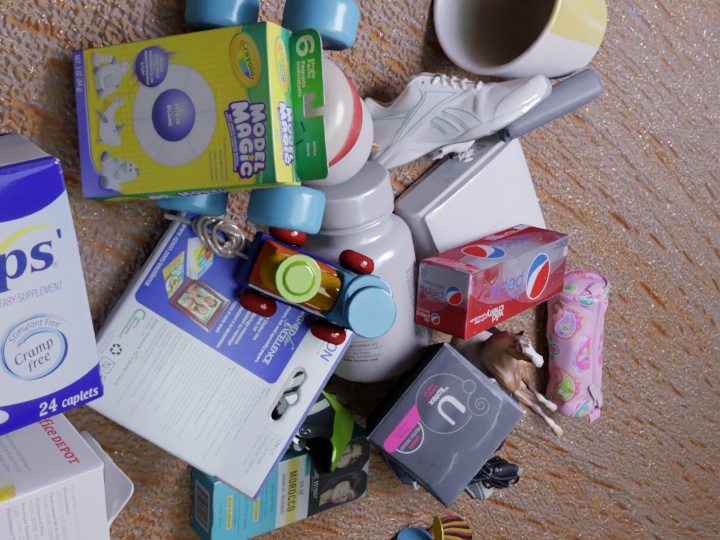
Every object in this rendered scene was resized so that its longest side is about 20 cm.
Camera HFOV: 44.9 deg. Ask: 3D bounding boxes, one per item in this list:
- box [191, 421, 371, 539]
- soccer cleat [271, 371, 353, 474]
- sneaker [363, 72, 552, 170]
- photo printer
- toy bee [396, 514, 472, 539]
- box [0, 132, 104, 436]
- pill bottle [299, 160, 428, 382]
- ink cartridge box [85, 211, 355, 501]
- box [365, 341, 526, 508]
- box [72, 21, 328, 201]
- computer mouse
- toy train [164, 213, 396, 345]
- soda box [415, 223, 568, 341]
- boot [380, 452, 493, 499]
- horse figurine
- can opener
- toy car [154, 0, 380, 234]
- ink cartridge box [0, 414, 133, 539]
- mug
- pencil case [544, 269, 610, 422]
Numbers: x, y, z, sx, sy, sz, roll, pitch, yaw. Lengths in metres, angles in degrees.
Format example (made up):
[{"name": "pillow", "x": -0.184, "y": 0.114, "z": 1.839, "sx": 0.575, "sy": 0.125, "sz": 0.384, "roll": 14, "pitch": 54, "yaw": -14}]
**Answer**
[{"name": "box", "x": -0.082, "y": 0.225, "z": 0.936, "sx": 0.198, "sy": 0.049, "sz": 0.083, "roll": -10, "pitch": 113, "yaw": -36}, {"name": "soccer cleat", "x": -0.079, "y": 0.130, "z": 0.866, "sx": 0.200, "sy": 0.067, "sz": 0.082, "roll": 43, "pitch": 48, "yaw": -30}, {"name": "sneaker", "x": 0.085, "y": -0.159, "z": 0.847, "sx": 0.070, "sy": 0.198, "sz": 0.081, "roll": -43, "pitch": 115, "yaw": -73}, {"name": "photo printer", "x": 0.136, "y": -0.038, "z": 0.997, "sx": 0.166, "sy": 0.069, "sz": 0.201, "roll": -40, "pitch": 128, "yaw": -20}, {"name": "toy bee", "x": 0.081, "y": 0.387, "z": 1.095, "sx": 0.199, "sy": 0.108, "sz": 0.132, "roll": -35, "pitch": 128, "yaw": -24}, {"name": "box", "x": -0.306, "y": 0.021, "z": 0.635, "sx": 0.183, "sy": 0.105, "sz": 0.202, "roll": -20, "pitch": 118, "yaw": -33}, {"name": "pill bottle", "x": 0.000, "y": 0.000, "z": 0.871, "sx": 0.114, "sy": 0.114, "sz": 0.202, "roll": -28, "pitch": 123, "yaw": -28}, {"name": "ink cartridge box", "x": -0.130, "y": 0.073, "z": 0.793, "sx": 0.199, "sy": 0.047, "sz": 0.199, "roll": 35, "pitch": 82, "yaw": -19}, {"name": "box", "x": 0.080, "y": 0.154, "z": 0.908, "sx": 0.106, "sy": 0.200, "sz": 0.123, "roll": 40, "pitch": 85, "yaw": 4}, {"name": "box", "x": -0.121, "y": -0.117, "z": 0.658, "sx": 0.048, "sy": 0.198, "sz": 0.119, "roll": -12, "pitch": 98, "yaw": -71}, {"name": "computer mouse", "x": 0.166, "y": 0.163, "z": 1.062, "sx": 0.138, "sy": 0.052, "sz": 0.202, "roll": 21, "pitch": 68, "yaw": -47}, {"name": "toy train", "x": -0.068, "y": 0.000, "z": 0.724, "sx": 0.198, "sy": 0.116, "sz": 0.085, "roll": 23, "pitch": 88, "yaw": -17}, {"name": "soda box", "x": 0.140, "y": 0.007, "z": 0.904, "sx": 0.199, "sy": 0.063, "sz": 0.071, "roll": -18, "pitch": 118, "yaw": -47}, {"name": "boot", "x": 0.087, "y": 0.237, "z": 1.075, "sx": 0.090, "sy": 0.073, "sz": 0.201, "roll": -41, "pitch": 121, "yaw": -10}, {"name": "horse figurine", "x": 0.145, "y": 0.099, "z": 0.927, "sx": 0.050, "sy": 0.200, "sz": 0.133, "roll": -44, "pitch": 111, "yaw": -6}, {"name": "can opener", "x": 0.157, "y": -0.167, "z": 0.918, "sx": 0.198, "sy": 0.053, "sz": 0.067, "roll": -21, "pitch": 92, "yaw": -2}, {"name": "toy car", "x": -0.062, "y": -0.128, "z": 0.772, "sx": 0.200, "sy": 0.175, "sz": 0.187, "roll": 9, "pitch": 92, "yaw": -69}, {"name": "ink cartridge box", "x": -0.293, "y": 0.205, "z": 0.701, "sx": 0.198, "sy": 0.128, "sz": 0.127, "roll": -14, "pitch": 116, "yaw": -34}, {"name": "mug", "x": 0.192, "y": -0.267, "z": 0.891, "sx": 0.152, "sy": 0.185, "sz": 0.151, "roll": 2, "pitch": 85, "yaw": -48}, {"name": "pencil case", "x": 0.292, "y": 0.102, "z": 1.172, "sx": 0.087, "sy": 0.087, "sz": 0.202, "roll": -20, "pitch": 118, "yaw": -32}]
